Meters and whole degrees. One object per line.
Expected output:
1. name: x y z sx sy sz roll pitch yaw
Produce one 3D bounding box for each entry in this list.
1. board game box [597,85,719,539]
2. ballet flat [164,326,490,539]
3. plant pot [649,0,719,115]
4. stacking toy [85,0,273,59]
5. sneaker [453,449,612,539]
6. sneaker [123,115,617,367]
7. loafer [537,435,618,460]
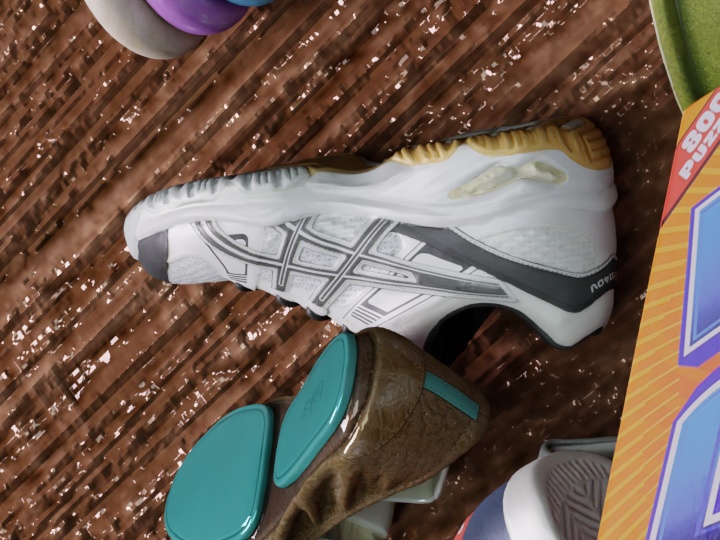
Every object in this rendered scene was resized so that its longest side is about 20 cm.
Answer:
1. board game box: 0.195 0.045 0.548 0.199 0.201 0.200 32 141 -21
2. ballet flat: -0.009 0.074 0.903 0.200 0.072 0.068 137 147 -57
3. plant pot: 0.207 -0.108 0.653 0.192 0.200 0.202 1 101 39
4. stacking toy: -0.007 -0.144 0.865 0.199 0.085 0.086 -18 91 27
5. sneaker: 0.091 0.162 0.811 0.084 0.075 0.201 -39 71 41
6. sneaker: 0.000 0.000 0.887 0.199 0.076 0.088 -6 97 32
7. loafer: 0.146 0.075 0.820 0.199 0.070 0.070 -12 102 32
